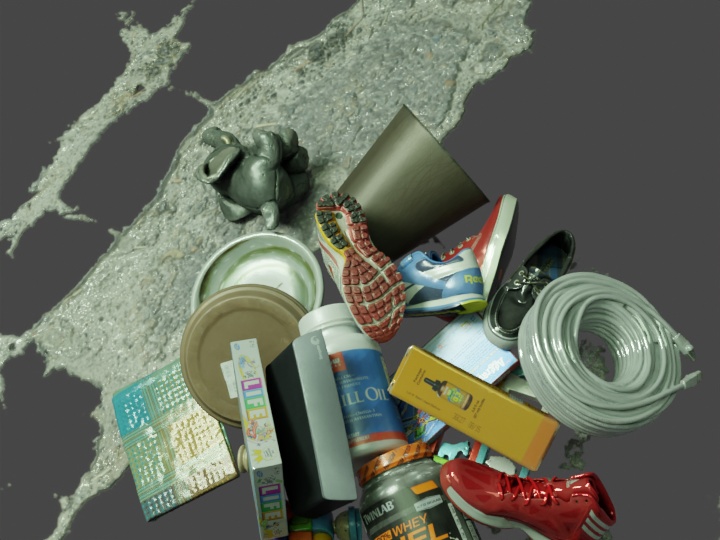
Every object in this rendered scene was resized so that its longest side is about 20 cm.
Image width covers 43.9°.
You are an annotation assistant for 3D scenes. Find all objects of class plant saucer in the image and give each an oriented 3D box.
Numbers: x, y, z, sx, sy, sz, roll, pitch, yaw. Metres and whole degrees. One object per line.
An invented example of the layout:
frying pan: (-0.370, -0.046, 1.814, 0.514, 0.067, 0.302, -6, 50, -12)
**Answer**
plant saucer: (-0.143, 0.042, 1.285, 0.199, 0.050, 0.201, -6, 65, 12)
plant saucer: (-0.149, 0.118, 1.207, 0.199, 0.029, 0.201, 0, 94, 4)

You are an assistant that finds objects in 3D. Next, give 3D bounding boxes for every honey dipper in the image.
honey dipper: (-0.062, 0.244, 1.170, 0.199, 0.038, 0.038, -5, 63, 12)

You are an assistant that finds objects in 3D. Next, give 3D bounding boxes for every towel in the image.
towel: (-0.260, 0.228, 1.245, 0.146, 0.022, 0.201, -27, 62, 3)

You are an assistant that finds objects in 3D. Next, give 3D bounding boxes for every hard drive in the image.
hard drive: (-0.064, 0.184, 1.053, 0.042, 0.135, 0.201, -2, 68, -28)

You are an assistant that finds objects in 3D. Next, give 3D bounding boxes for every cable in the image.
cable: (0.286, 0.099, 1.074, 0.200, 0.069, 0.200, -28, 76, -29)

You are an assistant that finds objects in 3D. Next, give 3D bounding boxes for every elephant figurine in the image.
elephant figurine: (-0.186, -0.145, 1.366, 0.199, 0.155, 0.142, 0, 107, 27)

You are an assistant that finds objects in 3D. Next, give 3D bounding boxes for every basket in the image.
basket: (0.047, -0.095, 1.242, 0.200, 0.136, 0.180, -42, 99, 8)

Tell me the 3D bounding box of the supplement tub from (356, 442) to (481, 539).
supplement tub: (0.074, 0.311, 1.037, 0.122, 0.123, 0.201, -25, 67, 2)

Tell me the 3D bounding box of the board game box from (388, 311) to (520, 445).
board game box: (0.099, 0.147, 1.146, 0.200, 0.019, 0.103, -43, 57, 7)

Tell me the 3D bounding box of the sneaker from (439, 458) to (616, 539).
sneaker: (0.197, 0.244, 1.008, 0.199, 0.116, 0.079, 26, 38, -12)

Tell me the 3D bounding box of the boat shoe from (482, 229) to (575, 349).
boat shoe: (0.223, 0.017, 1.146, 0.070, 0.066, 0.200, 34, 53, 19)

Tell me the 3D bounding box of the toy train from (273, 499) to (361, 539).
toy train: (-0.051, 0.354, 1.048, 0.115, 0.085, 0.200, -6, 27, 0)

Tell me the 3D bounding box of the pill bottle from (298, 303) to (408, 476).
pill bottle: (-0.017, 0.148, 1.127, 0.112, 0.112, 0.201, -20, 65, 5)

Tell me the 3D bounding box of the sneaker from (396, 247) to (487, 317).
sneaker: (0.072, 0.019, 1.164, 0.199, 0.074, 0.083, -6, 81, 30)

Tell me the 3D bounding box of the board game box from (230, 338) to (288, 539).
board game box: (-0.122, 0.199, 1.075, 0.034, 0.135, 0.200, -9, 41, -10)

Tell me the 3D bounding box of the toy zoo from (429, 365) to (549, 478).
toy zoo: (0.162, 0.204, 1.134, 0.131, 0.020, 0.201, 15, 69, 22)

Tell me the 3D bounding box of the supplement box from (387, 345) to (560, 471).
supplement box: (0.136, 0.163, 1.077, 0.199, 0.069, 0.067, 28, 93, 9)

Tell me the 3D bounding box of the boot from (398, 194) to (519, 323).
boot: (0.132, -0.025, 1.232, 0.144, 0.072, 0.201, 15, 73, 24)

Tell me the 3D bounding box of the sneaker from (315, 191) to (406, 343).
sneaker: (0.000, 0.000, 1.141, 0.078, 0.082, 0.201, -16, 69, -13)
